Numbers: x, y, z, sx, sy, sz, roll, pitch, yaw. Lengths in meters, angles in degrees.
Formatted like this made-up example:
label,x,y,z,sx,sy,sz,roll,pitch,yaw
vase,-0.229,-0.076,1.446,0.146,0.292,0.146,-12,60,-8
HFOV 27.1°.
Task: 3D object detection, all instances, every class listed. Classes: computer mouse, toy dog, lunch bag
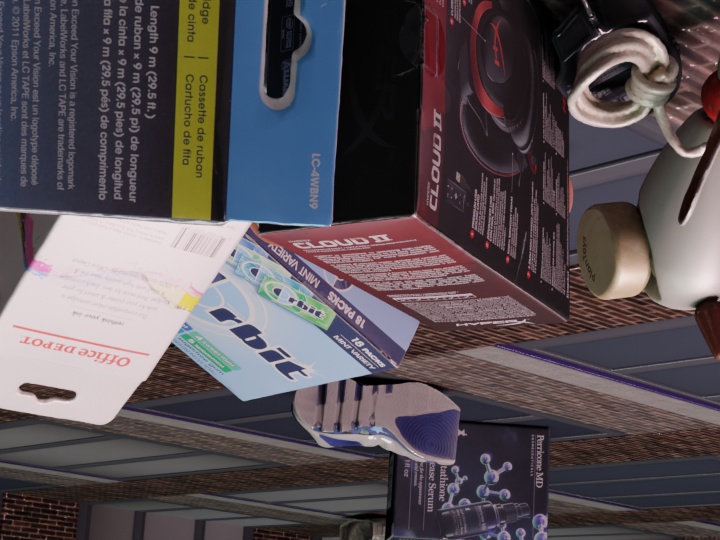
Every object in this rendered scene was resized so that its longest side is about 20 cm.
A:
label,x,y,z,sx,sy,sz,roll,pitch,yaw
computer mouse,0.097,-0.125,0.670,0.058,0.034,0.200,-25,148,16
toy dog,0.176,-0.034,0.721,0.130,0.097,0.201,-20,146,-4
lunch bag,0.063,0.558,3.029,0.162,0.119,0.200,9,158,-19

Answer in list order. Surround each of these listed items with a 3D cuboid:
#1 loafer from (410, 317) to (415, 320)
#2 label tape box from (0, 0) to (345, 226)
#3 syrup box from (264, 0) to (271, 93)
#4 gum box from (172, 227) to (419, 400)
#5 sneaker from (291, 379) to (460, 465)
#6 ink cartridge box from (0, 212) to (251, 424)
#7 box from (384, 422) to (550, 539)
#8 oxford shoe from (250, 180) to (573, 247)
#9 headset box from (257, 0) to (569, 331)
label,x,y,z,sx,sy,sz,roll,pitch,yaw
loafer,0.000,0.000,1.077,0.062,0.073,0.199,19,162,-34
label tape box,-0.104,-0.096,0.575,0.197,0.145,0.066,3,-170,-2
syrup box,-0.031,-0.090,0.723,0.078,0.083,0.199,-6,164,29
gum box,-0.082,0.017,1.073,0.170,0.045,0.199,42,148,-22
sneaker,0.008,0.162,1.673,0.197,0.082,0.115,15,166,-14
ink cartridge box,-0.154,-0.007,0.875,0.116,0.068,0.201,16,120,-39
box,0.135,0.275,1.899,0.197,0.151,0.107,4,165,-3
oxford shoe,0.030,-0.052,0.918,0.197,0.072,0.074,2,-170,3
headset box,0.027,-0.068,0.658,0.074,0.151,0.200,-6,164,26
